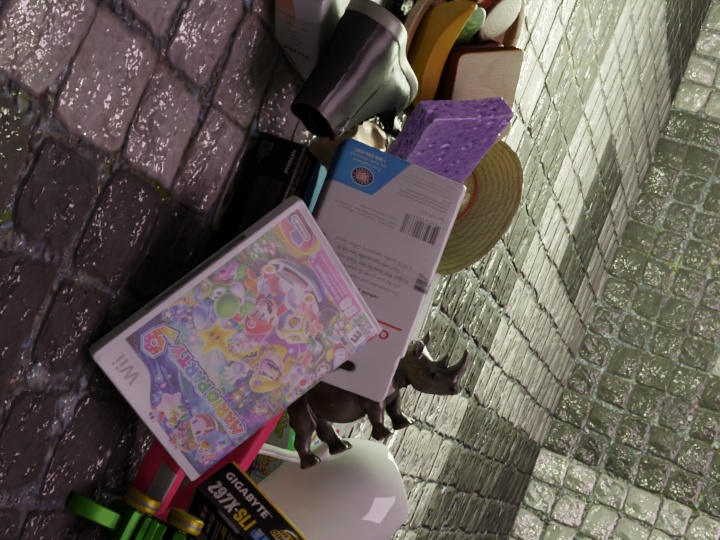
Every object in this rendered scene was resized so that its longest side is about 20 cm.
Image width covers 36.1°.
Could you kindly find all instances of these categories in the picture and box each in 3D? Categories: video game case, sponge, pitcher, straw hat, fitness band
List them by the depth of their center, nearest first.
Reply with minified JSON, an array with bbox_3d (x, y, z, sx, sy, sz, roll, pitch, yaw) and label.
[{"bbox_3d":[-0.093,0.055,0.879,0.200,0.018,0.144,-37,119,-10],"label":"video game case"},{"bbox_3d":[-0.129,0.149,0.980,0.201,0.037,0.143,-58,160,22],"label":"fitness band"},{"bbox_3d":[0.062,-0.097,1.114,0.111,0.030,0.200,-11,151,-37],"label":"sponge"},{"bbox_3d":[-0.059,0.226,1.124,0.199,0.121,0.172,-16,122,-14],"label":"pitcher"},{"bbox_3d":[0.083,-0.094,1.249,0.085,0.201,0.202,34,75,-34],"label":"straw hat"}]

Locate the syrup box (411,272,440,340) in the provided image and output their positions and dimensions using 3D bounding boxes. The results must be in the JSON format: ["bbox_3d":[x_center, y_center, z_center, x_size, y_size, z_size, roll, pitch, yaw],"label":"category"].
[{"bbox_3d":[0.014,0.022,1.113,0.200,0.078,0.082,11,97,-73],"label":"syrup box"}]

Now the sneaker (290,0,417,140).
[{"bbox_3d":[-0.011,-0.154,0.967,0.106,0.075,0.200,-55,168,-5],"label":"sneaker"}]

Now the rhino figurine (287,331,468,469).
[{"bbox_3d":[0.014,0.115,1.053,0.088,0.199,0.060,66,21,4],"label":"rhino figurine"}]

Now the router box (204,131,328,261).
[{"bbox_3d":[-0.085,-0.006,1.005,0.201,0.051,0.149,-68,161,-7],"label":"router box"}]

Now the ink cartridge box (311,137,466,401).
[{"bbox_3d":[0.000,0.000,0.968,0.067,0.115,0.201,-174,-75,-80],"label":"ink cartridge box"}]

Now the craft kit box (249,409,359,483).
[{"bbox_3d":[-0.044,0.117,1.238,0.200,0.048,0.199,-33,136,-58],"label":"craft kit box"}]

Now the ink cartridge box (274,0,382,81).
[{"bbox_3d":[-0.022,-0.246,0.989,0.163,0.050,0.200,-61,176,-23],"label":"ink cartridge box"}]

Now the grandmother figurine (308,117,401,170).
[{"bbox_3d":[0.012,-0.121,1.138,0.122,0.060,0.200,-61,161,16],"label":"grandmother figurine"}]

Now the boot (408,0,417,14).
[{"bbox_3d":[0.102,-0.295,1.195,0.165,0.065,0.201,-45,146,-33],"label":"boot"}]

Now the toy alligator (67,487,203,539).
[{"bbox_3d":[-0.150,0.231,0.916,0.060,0.199,0.054,-64,-169,-10],"label":"toy alligator"}]

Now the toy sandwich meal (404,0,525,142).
[{"bbox_3d":[0.114,-0.217,1.130,0.205,0.070,0.206,-31,141,-28],"label":"toy sandwich meal"}]

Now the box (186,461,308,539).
[{"bbox_3d":[-0.101,0.292,1.012,0.049,0.160,0.201,-33,156,-40],"label":"box"}]
